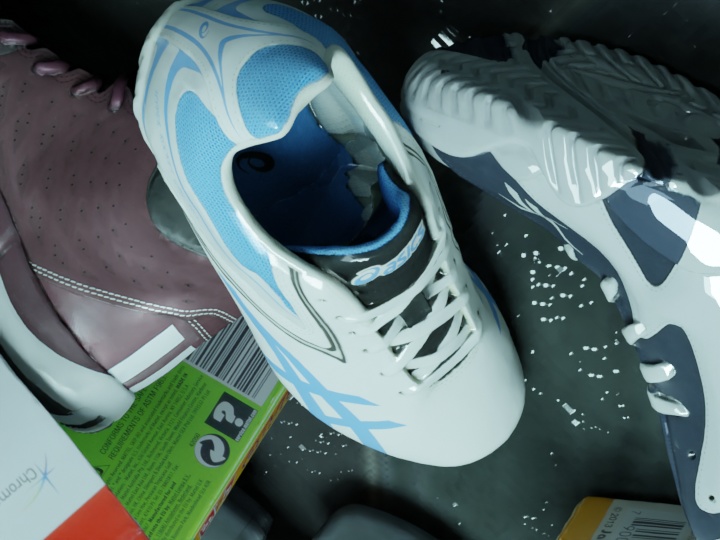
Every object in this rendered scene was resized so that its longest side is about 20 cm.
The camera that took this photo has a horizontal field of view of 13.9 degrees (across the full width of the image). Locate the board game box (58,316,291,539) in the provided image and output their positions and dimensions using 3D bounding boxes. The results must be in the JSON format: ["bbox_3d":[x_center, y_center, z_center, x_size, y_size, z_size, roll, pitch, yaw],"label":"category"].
[{"bbox_3d":[-0.123,0.013,0.956,0.200,0.096,0.030,30,158,5],"label":"board game box"}]

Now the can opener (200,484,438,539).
[{"bbox_3d":[-0.043,0.080,0.992,0.200,0.053,0.067,36,93,0],"label":"can opener"}]

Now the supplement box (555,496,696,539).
[{"bbox_3d":[0.157,0.148,0.911,0.200,0.074,0.126,5,120,24],"label":"supplement box"}]

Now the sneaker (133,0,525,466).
[{"bbox_3d":[0.000,0.000,0.865,0.072,0.072,0.200,39,169,46],"label":"sneaker"}]

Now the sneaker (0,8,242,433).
[{"bbox_3d":[-0.090,-0.058,0.924,0.115,0.076,0.200,-30,82,3],"label":"sneaker"}]

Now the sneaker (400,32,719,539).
[{"bbox_3d":[0.092,0.019,0.863,0.199,0.080,0.130,19,117,2],"label":"sneaker"}]

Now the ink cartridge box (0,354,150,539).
[{"bbox_3d":[-0.143,0.095,0.845,0.200,0.160,0.047,34,152,29],"label":"ink cartridge box"}]
